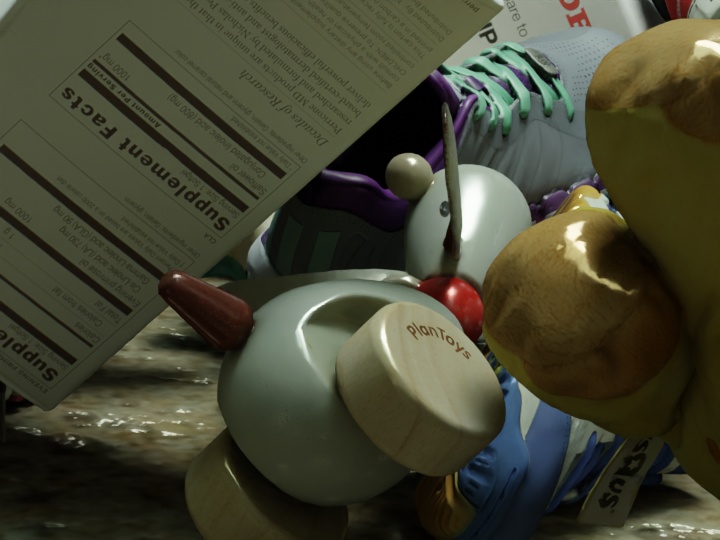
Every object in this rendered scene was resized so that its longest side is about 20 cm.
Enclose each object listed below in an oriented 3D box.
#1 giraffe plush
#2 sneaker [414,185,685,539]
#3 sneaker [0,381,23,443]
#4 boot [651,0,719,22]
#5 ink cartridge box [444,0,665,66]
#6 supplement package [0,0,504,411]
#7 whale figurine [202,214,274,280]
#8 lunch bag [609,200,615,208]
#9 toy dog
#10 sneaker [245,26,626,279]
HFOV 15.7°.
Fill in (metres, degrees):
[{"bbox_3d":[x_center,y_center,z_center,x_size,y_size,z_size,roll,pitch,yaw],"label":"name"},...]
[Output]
[{"bbox_3d":[0.139,0.043,0.713,0.172,0.200,0.162,-11,40,-28],"label":"giraffe plush"},{"bbox_3d":[0.082,0.041,0.871,0.088,0.075,0.200,37,32,-3],"label":"sneaker"},{"bbox_3d":[-0.150,0.013,0.909,0.081,0.075,0.200,4,11,2],"label":"sneaker"},{"bbox_3d":[0.175,-0.063,1.080,0.072,0.200,0.144,-25,28,4],"label":"boot"},{"bbox_3d":[0.031,-0.099,1.141,0.200,0.146,0.084,-24,2,22],"label":"ink cartridge box"},{"bbox_3d":[-0.070,-0.074,0.821,0.110,0.200,0.114,41,20,-26],"label":"supplement package"},{"bbox_3d":[0.000,0.000,1.027,0.159,0.104,0.200,-3,35,7],"label":"whale figurine"},{"bbox_3d":[0.146,-0.022,1.200,0.200,0.094,0.151,-19,21,-29],"label":"lunch bag"},{"bbox_3d":[-0.008,0.009,0.803,0.096,0.132,0.200,46,9,-9],"label":"toy dog"},{"bbox_3d":[0.045,-0.051,0.945,0.074,0.088,0.200,37,51,20],"label":"sneaker"}]
